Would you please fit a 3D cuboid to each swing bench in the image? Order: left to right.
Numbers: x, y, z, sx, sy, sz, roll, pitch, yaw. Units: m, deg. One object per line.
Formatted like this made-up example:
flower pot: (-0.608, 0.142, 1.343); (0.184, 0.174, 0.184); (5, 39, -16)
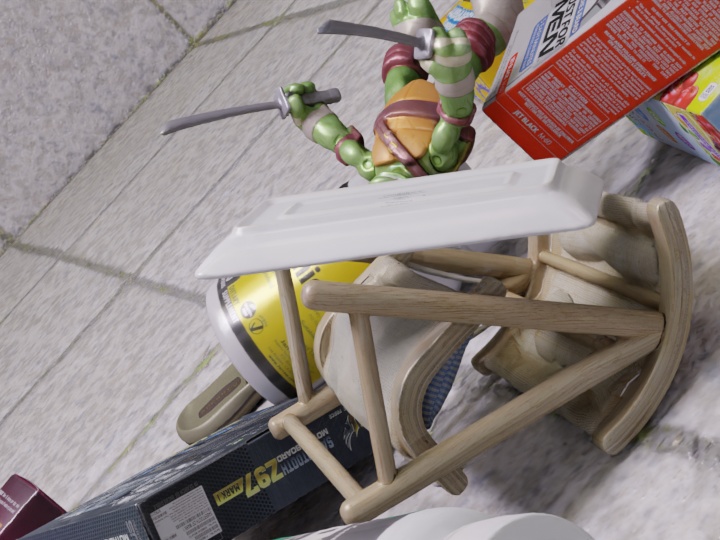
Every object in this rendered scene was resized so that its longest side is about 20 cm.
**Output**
swing bench: (0.053, 0.030, 0.860); (0.199, 0.130, 0.199); (-12, 11, -12)

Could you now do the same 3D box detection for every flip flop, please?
flip flop: (-0.081, 0.056, 1.261); (0.200, 0.058, 0.081); (-44, 17, 6)

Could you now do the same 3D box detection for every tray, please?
tray: (0.021, -0.030, 0.804); (0.199, 0.022, 0.107); (-8, 14, 13)

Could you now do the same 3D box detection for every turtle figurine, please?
turtle figurine: (0.017, -0.131, 0.998); (0.144, 0.200, 0.194); (-56, 4, 47)

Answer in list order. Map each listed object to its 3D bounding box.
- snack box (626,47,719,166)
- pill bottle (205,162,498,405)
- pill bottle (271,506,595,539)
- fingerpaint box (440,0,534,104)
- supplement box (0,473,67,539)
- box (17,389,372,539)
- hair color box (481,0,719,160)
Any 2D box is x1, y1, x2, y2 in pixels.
snack box: (0.242, -0.148, 0.957); (0.169, 0.068, 0.200); (-46, 18, 3)
pill bottle: (0.000, 0.000, 1.103); (0.200, 0.111, 0.111); (-36, 19, 12)
pill bottle: (0.018, 0.165, 0.697); (0.200, 0.113, 0.113); (-22, 29, 51)
fingerpaint box: (0.146, -0.214, 1.320); (0.167, 0.073, 0.200); (-45, 17, 3)
supplement box: (-0.267, 0.261, 1.142); (0.200, 0.110, 0.086); (-50, 18, -15)
box: (-0.094, 0.136, 0.999); (0.200, 0.051, 0.157); (-26, 2, -41)
hair color box: (0.168, -0.157, 0.938); (0.200, 0.064, 0.111); (-35, 22, 40)
